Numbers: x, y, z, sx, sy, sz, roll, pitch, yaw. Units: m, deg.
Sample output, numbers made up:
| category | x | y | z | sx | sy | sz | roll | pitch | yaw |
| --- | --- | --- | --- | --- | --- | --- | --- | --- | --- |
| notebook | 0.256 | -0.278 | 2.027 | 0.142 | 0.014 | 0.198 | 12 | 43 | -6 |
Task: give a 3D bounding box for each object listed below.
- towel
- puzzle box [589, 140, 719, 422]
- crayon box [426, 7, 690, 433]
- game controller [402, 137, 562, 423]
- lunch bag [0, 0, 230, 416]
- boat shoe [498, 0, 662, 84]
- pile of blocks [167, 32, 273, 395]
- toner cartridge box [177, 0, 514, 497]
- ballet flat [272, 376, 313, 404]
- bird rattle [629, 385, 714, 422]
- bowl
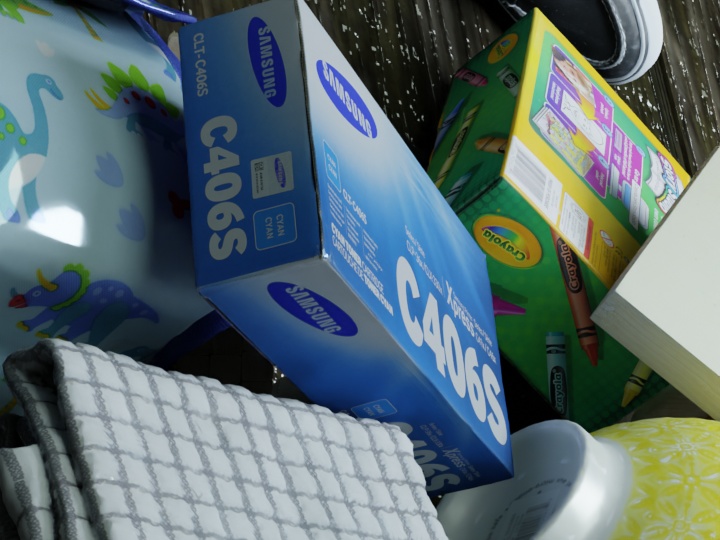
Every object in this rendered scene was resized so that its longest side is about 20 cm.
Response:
| category | x | y | z | sx | sy | sz | roll | pitch | yaw |
| --- | --- | --- | --- | --- | --- | --- | --- | --- | --- |
| towel | -0.038 | 0.128 | 0.631 | 0.165 | 0.086 | 0.200 | 17 | 39 | -44 |
| puzzle box | 0.205 | 0.037 | 0.887 | 0.200 | 0.025 | 0.133 | 40 | 53 | 3 |
| crayon box | 0.091 | -0.027 | 0.969 | 0.119 | 0.058 | 0.200 | 46 | 25 | -14 |
| game controller | 0.041 | -0.003 | 0.970 | 0.200 | 0.042 | 0.105 | 35 | 29 | -35 |
| lunch bag | -0.142 | -0.059 | 0.697 | 0.170 | 0.127 | 0.200 | 20 | 39 | -41 |
| boat shoe | 0.077 | -0.169 | 1.087 | 0.200 | 0.072 | 0.068 | 53 | 34 | -11 |
| pile of blocks | -0.064 | -0.019 | 0.832 | 0.062 | 0.082 | 0.200 | 3 | 44 | -4 |
| toner cartridge box | 0.000 | 0.000 | 0.722 | 0.200 | 0.043 | 0.095 | 49 | 29 | -59 |
| ballet flat | -0.016 | 0.117 | 0.787 | 0.067 | 0.064 | 0.200 | 39 | 43 | -34 |
| bird rattle | 0.203 | 0.099 | 0.985 | 0.163 | 0.200 | 0.113 | 29 | 41 | -5 |
| bowl | 0.085 | 0.120 | 0.795 | 0.108 | 0.200 | 0.200 | 46 | 38 | -20 |
